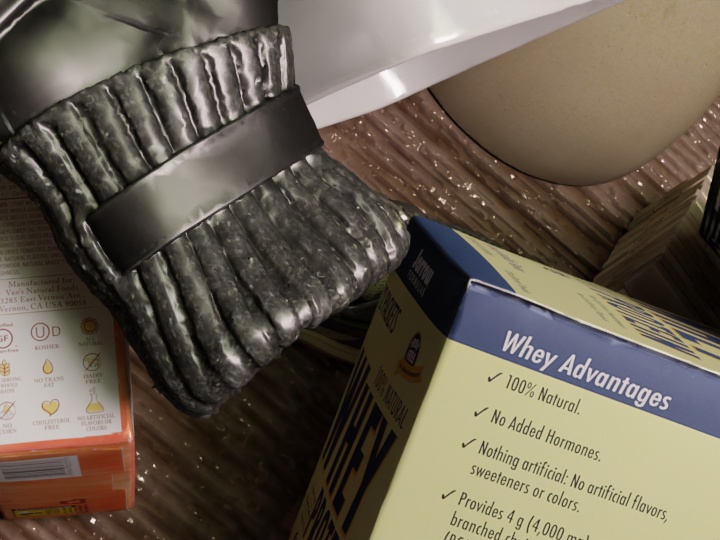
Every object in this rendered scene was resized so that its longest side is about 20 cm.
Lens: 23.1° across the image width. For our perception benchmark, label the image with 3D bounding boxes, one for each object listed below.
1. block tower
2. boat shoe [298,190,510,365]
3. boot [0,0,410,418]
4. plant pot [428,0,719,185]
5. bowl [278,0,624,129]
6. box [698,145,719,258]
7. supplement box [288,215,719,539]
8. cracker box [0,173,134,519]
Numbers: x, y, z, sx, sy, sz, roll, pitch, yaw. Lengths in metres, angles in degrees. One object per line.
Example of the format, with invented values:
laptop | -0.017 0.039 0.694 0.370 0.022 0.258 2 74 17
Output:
block tower | 0.148 0.006 0.833 0.058 0.054 0.200 52 25 -4
boat shoe | -0.001 -0.001 0.780 0.199 0.066 0.072 9 68 -31
boot | -0.031 -0.069 0.588 0.158 0.079 0.211 44 70 2
plant pot | 0.131 -0.159 0.885 0.199 0.134 0.202 12 67 -31
bowl | 0.011 -0.113 0.738 0.199 0.199 0.075 -25 94 -45
box | 0.213 0.031 0.693 0.047 0.200 0.194 -36 79 2
supplement box | 0.082 0.114 0.670 0.198 0.134 0.201 20 98 -10
cracker box | -0.118 -0.018 0.660 0.057 0.134 0.202 -4 73 -8
